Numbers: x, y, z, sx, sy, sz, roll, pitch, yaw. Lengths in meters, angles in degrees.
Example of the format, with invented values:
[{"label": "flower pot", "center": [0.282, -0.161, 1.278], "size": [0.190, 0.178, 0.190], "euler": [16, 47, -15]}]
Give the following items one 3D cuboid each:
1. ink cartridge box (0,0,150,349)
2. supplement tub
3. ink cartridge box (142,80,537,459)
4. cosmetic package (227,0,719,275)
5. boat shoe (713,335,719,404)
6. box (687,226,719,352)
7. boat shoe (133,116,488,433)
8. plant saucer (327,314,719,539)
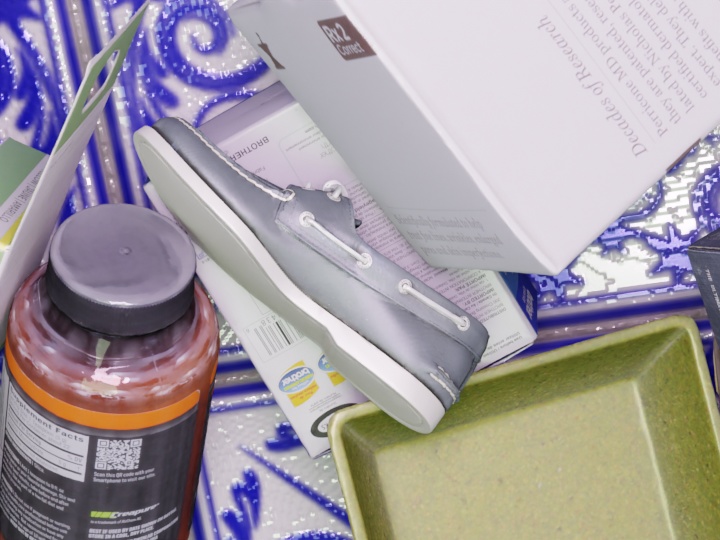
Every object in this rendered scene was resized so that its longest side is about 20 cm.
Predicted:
[{"label": "ink cartridge box", "center": [-0.171, -0.038, 1.356], "size": [0.048, 0.146, 0.201], "euler": [22, 110, 0]}, {"label": "supplement tub", "center": [-0.126, 0.062, 1.377], "size": [0.107, 0.107, 0.200], "euler": [12, 133, 0]}, {"label": "ink cartridge box", "center": [0.000, 0.000, 1.393], "size": [0.136, 0.076, 0.200], "euler": [-28, 103, 13]}, {"label": "cosmetic package", "center": [0.079, -0.123, 1.259], "size": [0.200, 0.165, 0.165], "euler": [-43, 103, -12]}, {"label": "boat shoe", "center": [0.217, 0.110, 1.408], "size": [0.059, 0.072, 0.201], "euler": [-16, 108, -29]}, {"label": "box", "center": [0.258, 0.044, 1.358], "size": [0.157, 0.051, 0.201], "euler": [-29, 109, -28]}, {"label": "boat shoe", "center": [-0.023, -0.009, 1.325], "size": [0.200, 0.073, 0.062], "euler": [43, 76, -1]}, {"label": "plant saucer", "center": [0.093, 0.142, 1.388], "size": [0.199, 0.048, 0.201], "euler": [-15, 92, -15]}]
